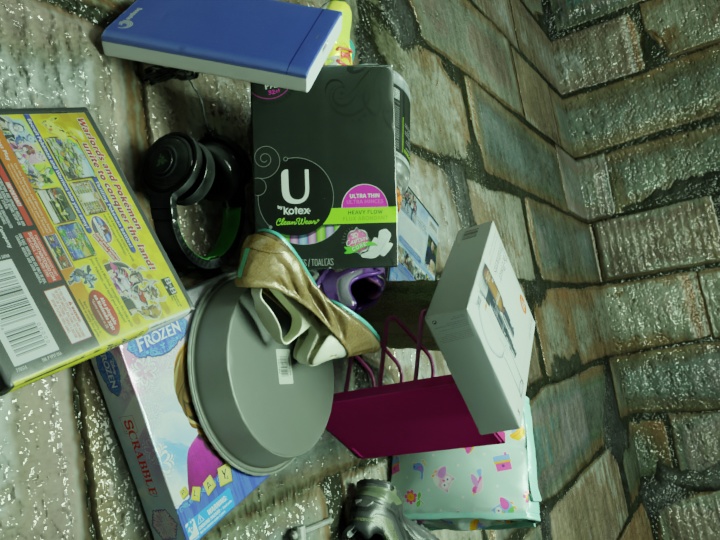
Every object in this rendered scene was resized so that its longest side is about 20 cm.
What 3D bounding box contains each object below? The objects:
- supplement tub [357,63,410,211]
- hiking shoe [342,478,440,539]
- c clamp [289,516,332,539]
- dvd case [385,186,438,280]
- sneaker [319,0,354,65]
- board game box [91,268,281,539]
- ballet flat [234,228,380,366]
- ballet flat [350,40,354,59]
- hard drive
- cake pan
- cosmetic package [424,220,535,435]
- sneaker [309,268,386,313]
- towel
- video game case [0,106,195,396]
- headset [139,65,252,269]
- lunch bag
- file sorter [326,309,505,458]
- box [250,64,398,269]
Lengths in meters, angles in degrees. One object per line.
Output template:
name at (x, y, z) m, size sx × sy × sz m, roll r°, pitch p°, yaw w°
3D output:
supplement tub at (0.010, -0.174, 0.940) m, size 0.122 × 0.122 × 0.202 m, roll 37°, pitch 47°, yaw -49°
hiking shoe at (0.040, 0.357, 0.840) m, size 0.201 × 0.075 × 0.101 m, roll 54°, pitch 44°, yaw -19°
c clamp at (-0.066, 0.363, 0.682) m, size 0.170 × 0.027 × 0.202 m, roll 22°, pitch 59°, yaw -56°
dvd case at (0.080, -0.030, 1.062) m, size 0.143 × 0.017 × 0.202 m, roll 44°, pitch 44°, yaw -43°
sneaker at (-0.030, -0.236, 0.854) m, size 0.078 × 0.090 × 0.202 m, roll -17°, pitch 122°, yaw -60°
board game box at (-0.142, 0.115, 0.635) m, size 0.200 × 0.041 × 0.201 m, roll -30°, pitch 104°, yaw -61°
ballet flat at (-0.053, 0.046, 0.649) m, size 0.200 × 0.067 × 0.073 m, roll 50°, pitch 58°, yaw -40°
ballet flat at (-0.079, -0.298, 0.896) m, size 0.200 × 0.067 × 0.067 m, roll -31°, pitch 141°, yaw -57°
hard drive at (-0.129, -0.234, 0.660) m, size 0.026 × 0.198 × 0.133 m, roll 95°, pitch 9°, yaw -46°
cake pan at (-0.087, 0.096, 0.661) m, size 0.200 × 0.036 × 0.202 m, roll 34°, pitch 50°, yaw -52°
cosmetic package at (0.141, 0.057, 0.752) m, size 0.152 × 0.051 × 0.200 m, roll 65°, pitch 28°, yaw -21°
sneaker at (0.000, 0.000, 0.845) m, size 0.201 × 0.088 × 0.081 m, roll -54°, pitch 141°, yaw -40°
towel at (0.078, 0.063, 0.890) m, size 0.149 × 0.199 × 0.037 m, roll 49°, pitch 55°, yaw -39°
video game case at (-0.235, -0.029, 0.506) m, size 0.201 × 0.025 × 0.180 m, roll 61°, pitch 30°, yaw 1°
headset at (-0.172, -0.102, 0.669) m, size 0.123 × 0.093 × 0.202 m, roll -22°, pitch 113°, yaw -65°
lunch bag at (0.147, 0.263, 0.921) m, size 0.122 × 0.198 × 0.172 m, roll 39°, pitch 45°, yaw -47°
file sorter at (0.059, 0.133, 0.821) m, size 0.139 × 0.198 × 0.126 m, roll 50°, pitch 38°, yaw -39°
box at (-0.040, -0.104, 0.716) m, size 0.124 × 0.147 × 0.202 m, roll -160°, pitch -111°, yaw -84°
